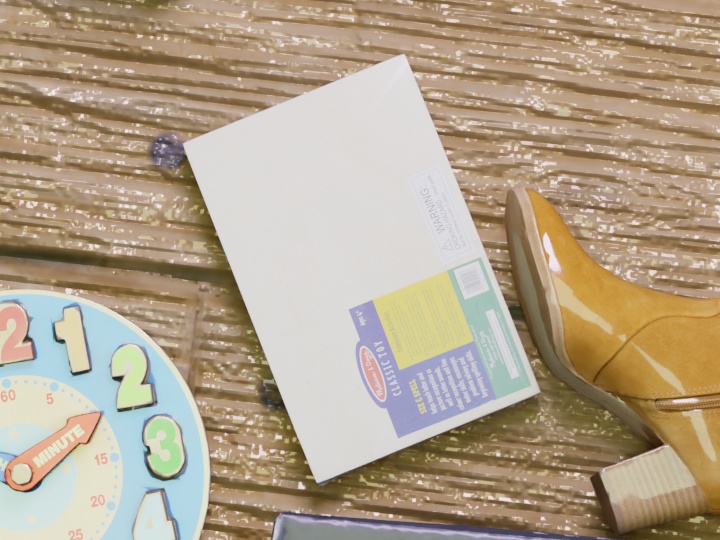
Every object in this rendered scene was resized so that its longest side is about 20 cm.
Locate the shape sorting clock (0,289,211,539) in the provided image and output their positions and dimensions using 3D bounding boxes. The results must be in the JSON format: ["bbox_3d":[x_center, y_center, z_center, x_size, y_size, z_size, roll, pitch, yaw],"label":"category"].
[{"bbox_3d":[-0.179,0.110,1.430,0.199,0.039,0.201,0,84,1],"label":"shape sorting clock"}]

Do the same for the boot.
[{"bbox_3d":[0.170,0.031,1.426,0.143,0.071,0.202,-20,87,-7],"label":"boot"}]

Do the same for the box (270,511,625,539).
[{"bbox_3d":[0.051,0.182,1.367,0.199,0.148,0.105,4,85,2],"label":"box"}]

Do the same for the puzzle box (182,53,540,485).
[{"bbox_3d":[0.000,0.000,1.446,0.132,0.025,0.201,-21,84,-2],"label":"puzzle box"}]
